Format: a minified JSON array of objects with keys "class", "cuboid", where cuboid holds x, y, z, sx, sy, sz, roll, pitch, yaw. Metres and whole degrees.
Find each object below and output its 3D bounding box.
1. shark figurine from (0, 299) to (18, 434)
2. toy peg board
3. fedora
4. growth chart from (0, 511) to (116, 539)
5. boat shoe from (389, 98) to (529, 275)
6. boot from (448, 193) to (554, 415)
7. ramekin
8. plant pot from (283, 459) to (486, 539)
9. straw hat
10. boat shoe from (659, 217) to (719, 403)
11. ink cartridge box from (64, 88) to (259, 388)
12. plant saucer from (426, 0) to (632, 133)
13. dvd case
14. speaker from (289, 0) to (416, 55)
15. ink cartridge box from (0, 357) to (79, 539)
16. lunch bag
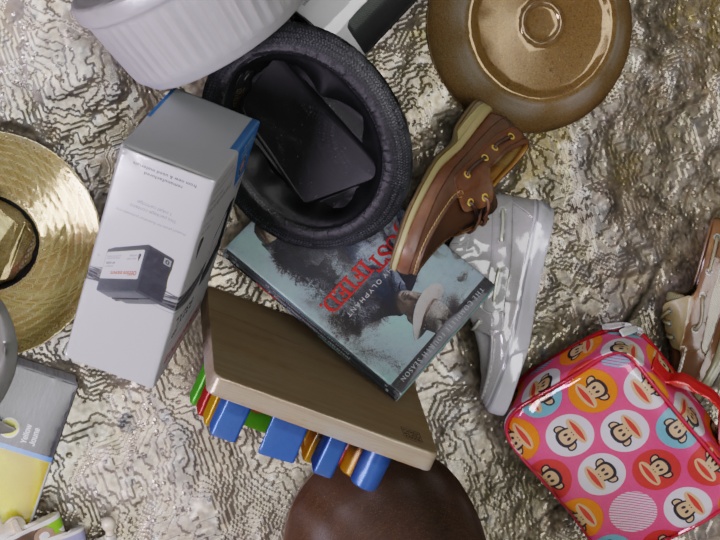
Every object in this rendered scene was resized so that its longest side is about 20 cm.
[{"class":"shark figurine","cuboid":[-0.316,0.098,1.369,0.128,0.090,0.215,25,123,-23]},{"class":"toy peg board","cuboid":[-0.055,0.123,1.459,0.199,0.199,0.098,20,107,-14]},{"class":"fedora","cuboid":[-0.037,-0.123,1.454,0.200,0.092,0.202,6,114,15]},{"class":"growth chart","cuboid":[-0.293,0.278,1.465,0.199,0.018,0.146,-6,102,-29]},{"class":"boat shoe","cuboid":[0.088,-0.069,1.485,0.067,0.072,0.200,28,54,8]},{"class":"boot","cuboid":[0.111,0.026,1.550,0.095,0.074,0.201,12,87,-3]},{"class":"ramekin","cuboid":[-0.134,-0.233,1.409,0.202,0.202,0.094,-36,113,-7]},{"class":"plant pot","cuboid":[0.039,0.261,1.479,0.186,0.200,0.188,-1,94,-12]},{"class":"straw hat","cuboid":[-0.322,-0.025,1.436,0.200,0.085,0.202,-1,94,-13]},{"class":"boat shoe","cuboid":[0.318,0.044,1.592,0.074,0.076,0.201,25,92,3]},{"class":"ink cartridge box","cuboid":[-0.163,-0.028,1.397,0.083,0.145,0.201,21,117,1]},{"class":"plant saucer","cuboid":[0.161,-0.226,1.550,0.199,0.035,0.201,-1,95,-12]},{"class":"dvd case","cuboid":[0.000,0.000,1.483,0.200,0.022,0.146,41,63,7]},{"class":"speaker","cuboid":[0.029,-0.274,1.496,0.081,0.081,0.200,45,84,-12]},{"class":"ink cartridge box","cuboid":[-0.369,0.157,1.462,0.199,0.047,0.199,18,92,-16]},{"class":"lunch bag","cuboid":[0.248,0.152,1.542,0.176,0.082,0.200,-33,105,23]}]
